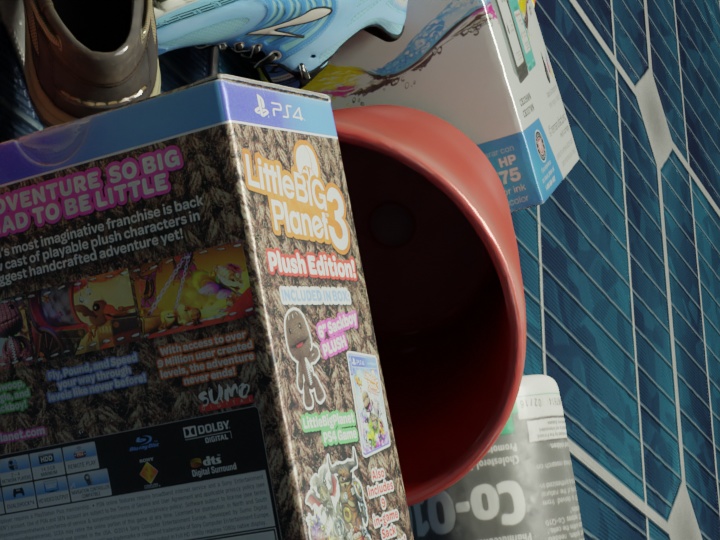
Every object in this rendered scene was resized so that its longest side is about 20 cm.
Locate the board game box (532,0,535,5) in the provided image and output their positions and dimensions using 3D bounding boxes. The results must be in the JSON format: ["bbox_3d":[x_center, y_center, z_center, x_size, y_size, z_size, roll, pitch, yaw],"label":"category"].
[{"bbox_3d":[0.076,-0.275,1.181,0.103,0.105,0.200,57,33,-36],"label":"board game box"}]

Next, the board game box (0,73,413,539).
[{"bbox_3d":[-0.083,0.038,0.649,0.097,0.159,0.200,-1,80,-65],"label":"board game box"}]

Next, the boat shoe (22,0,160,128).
[{"bbox_3d":[-0.125,-0.157,0.702,0.074,0.073,0.200,-10,68,-22],"label":"boat shoe"}]

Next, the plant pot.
[{"bbox_3d":[0.000,0.000,0.822,0.177,0.200,0.201,-56,129,-67],"label":"plant pot"}]

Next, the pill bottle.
[{"bbox_3d":[0.085,0.172,0.983,0.113,0.113,0.200,8,71,-63],"label":"pill bottle"}]

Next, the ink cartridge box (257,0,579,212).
[{"bbox_3d":[0.029,-0.131,0.956,0.147,0.146,0.200,-43,116,-68],"label":"ink cartridge box"}]

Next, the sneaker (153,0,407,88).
[{"bbox_3d":[-0.050,-0.130,0.816,0.200,0.078,0.090,-19,119,-26],"label":"sneaker"}]
